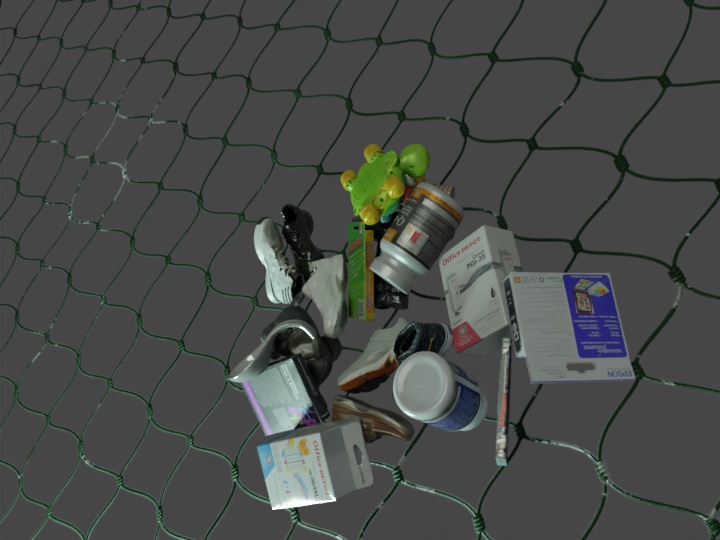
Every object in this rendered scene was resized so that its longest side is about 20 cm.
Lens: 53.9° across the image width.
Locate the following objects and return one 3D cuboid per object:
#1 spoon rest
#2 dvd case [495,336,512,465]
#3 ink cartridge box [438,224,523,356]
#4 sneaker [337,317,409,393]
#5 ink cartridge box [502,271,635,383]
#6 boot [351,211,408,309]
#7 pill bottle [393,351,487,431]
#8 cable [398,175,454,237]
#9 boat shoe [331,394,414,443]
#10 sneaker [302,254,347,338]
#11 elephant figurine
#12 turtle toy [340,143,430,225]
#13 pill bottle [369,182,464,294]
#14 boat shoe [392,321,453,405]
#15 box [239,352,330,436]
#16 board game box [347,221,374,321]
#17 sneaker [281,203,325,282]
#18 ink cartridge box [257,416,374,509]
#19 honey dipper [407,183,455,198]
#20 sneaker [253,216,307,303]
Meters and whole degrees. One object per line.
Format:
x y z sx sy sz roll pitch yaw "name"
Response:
-0.185 0.159 1.425 0.198 0.099 0.061 -32 100 5 "spoon rest"
0.251 0.231 1.235 0.022 0.146 0.204 1 72 13 "dvd case"
0.232 0.039 1.328 0.146 0.082 0.203 -38 52 46 "ink cartridge box"
0.034 0.173 1.444 0.198 0.076 0.093 -32 50 9 "sneaker"
0.354 0.100 1.213 0.194 0.044 0.203 1 63 -12 "ink cartridge box"
0.038 -0.017 1.519 0.163 0.065 0.204 -6 79 45 "boot"
0.150 0.223 1.265 0.114 0.199 0.118 -13 64 28 "pill bottle"
0.124 -0.136 1.510 0.096 0.050 0.202 -32 57 11 "cable"
0.021 0.305 1.398 0.198 0.075 0.073 12 84 42 "boat shoe"
-0.077 0.060 1.525 0.097 0.078 0.203 -5 52 7 "sneaker"
-0.106 0.175 1.503 0.198 0.141 0.157 28 129 28 "elephant figurine"
0.058 -0.181 1.443 0.200 0.100 0.147 -45 50 20 "turtle toy"
0.110 -0.062 1.401 0.116 0.116 0.201 33 87 36 "pill bottle"
0.091 0.176 1.352 0.202 0.090 0.071 -62 35 25 "boat shoe"
-0.162 0.260 1.469 0.199 0.036 0.145 -23 94 45 "box"
0.000 0.000 1.483 0.095 0.029 0.204 -174 81 -68 "board game box"
-0.143 -0.064 1.627 0.075 0.091 0.202 -30 60 16 "sneaker"
-0.077 0.366 1.355 0.198 0.124 0.131 -22 81 37 "ink cartridge box"
0.103 -0.176 1.498 0.197 0.038 0.039 14 79 25 "honey dipper"
-0.169 -0.022 1.586 0.114 0.075 0.204 3 111 44 "sneaker"
